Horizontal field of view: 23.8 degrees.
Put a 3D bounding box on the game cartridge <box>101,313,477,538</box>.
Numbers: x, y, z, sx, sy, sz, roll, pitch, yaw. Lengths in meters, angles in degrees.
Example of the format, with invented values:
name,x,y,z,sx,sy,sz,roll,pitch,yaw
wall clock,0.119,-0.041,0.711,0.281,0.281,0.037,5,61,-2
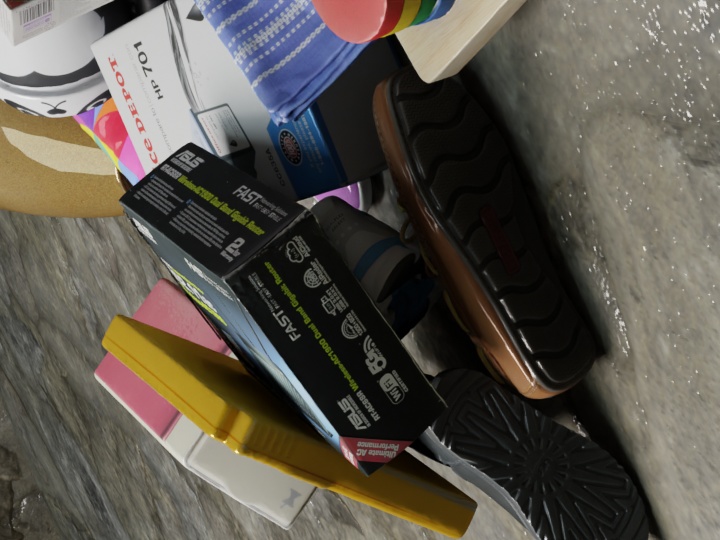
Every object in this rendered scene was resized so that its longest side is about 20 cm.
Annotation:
name,x,y,z,sx,sy,sz,roll,pitch,yaw
game cartridge,-0.046,0.098,1.074,0.199,0.033,0.176,24,-176,-37

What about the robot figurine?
name,x,y,z,sx,sy,sz,roll,pitch,yaw
robot figurine,-0.217,-0.195,1.161,0.150,0.125,0.201,33,150,26

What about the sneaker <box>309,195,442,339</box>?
name,x,y,z,sx,sy,sz,roll,pitch,yaw
sneaker,0.000,0.000,1.078,0.087,0.075,0.200,42,167,13

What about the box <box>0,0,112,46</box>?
name,x,y,z,sx,sy,sz,roll,pitch,yaw
box,-0.136,-0.201,1.043,0.039,0.199,0.042,53,158,17

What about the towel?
name,x,y,z,sx,sy,sz,roll,pitch,yaw
towel,-0.046,-0.196,0.947,0.201,0.145,0.024,55,-160,22

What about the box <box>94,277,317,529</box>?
name,x,y,z,sx,sy,sz,roll,pitch,yaw
box,-0.115,0.107,1.427,0.128,0.109,0.200,37,176,-35

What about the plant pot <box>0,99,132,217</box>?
name,x,y,z,sx,sy,sz,roll,pitch,yaw
plant pot,-0.227,-0.121,1.438,0.199,0.186,0.187,19,134,42

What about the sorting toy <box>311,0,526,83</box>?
name,x,y,z,sx,sy,sz,roll,pitch,yaw
sorting toy,0.013,-0.211,0.800,0.200,0.069,0.200,61,148,9

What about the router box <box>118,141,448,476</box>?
name,x,y,z,sx,sy,sz,roll,pitch,yaw
router box,-0.050,0.017,0.985,0.150,0.062,0.200,56,168,-26

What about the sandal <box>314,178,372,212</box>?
name,x,y,z,sx,sy,sz,roll,pitch,yaw
sandal,-0.059,-0.091,1.200,0.203,0.050,0.083,44,152,43

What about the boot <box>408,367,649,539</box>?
name,x,y,z,sx,sy,sz,roll,pitch,yaw
boot,0.083,0.120,1.070,0.165,0.066,0.200,44,168,-6

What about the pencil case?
name,x,y,z,sx,sy,sz,roll,pitch,yaw
pencil case,-0.165,-0.119,1.280,0.200,0.088,0.089,46,154,29

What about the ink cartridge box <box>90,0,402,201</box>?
name,x,y,z,sx,sy,sz,roll,pitch,yaw
ink cartridge box,-0.067,-0.114,1.079,0.199,0.086,0.147,-15,102,52

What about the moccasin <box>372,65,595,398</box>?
name,x,y,z,sx,sy,sz,roll,pitch,yaw
moccasin,0.063,-0.021,0.967,0.202,0.074,0.078,58,153,-10
